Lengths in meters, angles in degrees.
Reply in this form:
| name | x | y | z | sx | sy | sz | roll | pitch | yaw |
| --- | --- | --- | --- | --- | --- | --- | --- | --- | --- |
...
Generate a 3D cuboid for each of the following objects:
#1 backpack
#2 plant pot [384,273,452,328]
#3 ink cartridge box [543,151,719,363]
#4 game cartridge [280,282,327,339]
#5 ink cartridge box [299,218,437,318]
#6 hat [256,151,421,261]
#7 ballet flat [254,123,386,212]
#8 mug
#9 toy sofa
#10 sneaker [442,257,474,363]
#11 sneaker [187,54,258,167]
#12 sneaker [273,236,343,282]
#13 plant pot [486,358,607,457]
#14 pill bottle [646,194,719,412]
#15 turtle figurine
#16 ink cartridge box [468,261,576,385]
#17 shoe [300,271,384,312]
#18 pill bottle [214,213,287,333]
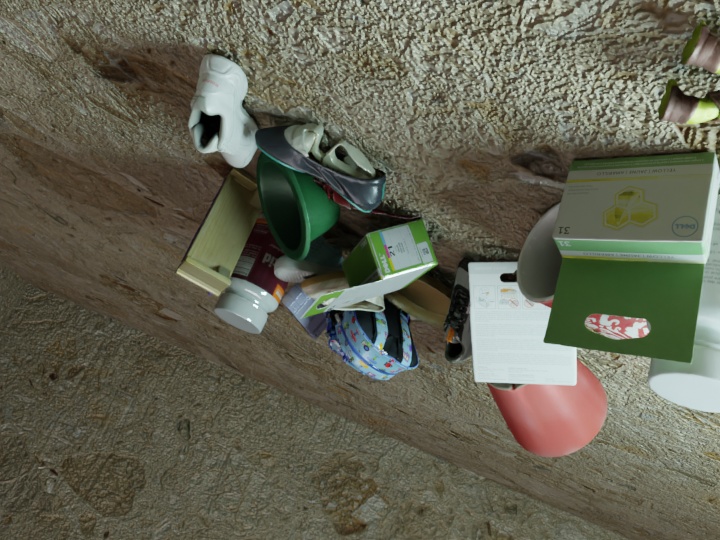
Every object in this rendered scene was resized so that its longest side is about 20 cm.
| name | x | y | z | sx | sy | sz | roll | pitch | yaw |
| --- | --- | --- | --- | --- | --- | --- | --- | --- | --- |
| backpack | 0.023 | 0.136 | 1.161 | 0.181 | 0.135 | 0.201 | 34 | -159 | -25 |
| plant pot | 0.116 | 0.048 | 1.102 | 0.197 | 0.028 | 0.201 | 28 | 162 | 10 |
| ink cartridge box | 0.266 | -0.020 | 0.590 | 0.143 | 0.203 | 0.048 | 4 | 152 | 38 |
| game cartridge | -0.083 | 0.058 | 1.206 | 0.038 | 0.130 | 0.201 | 41 | 170 | 25 |
| ink cartridge box | 0.000 | 0.000 | 0.919 | 0.196 | 0.077 | 0.148 | -15 | 169 | -22 |
| hat | -0.048 | -0.115 | 0.935 | 0.203 | 0.173 | 0.166 | 63 | 153 | 11 |
| ballet flat | -0.049 | -0.157 | 0.799 | 0.197 | 0.074 | 0.073 | 31 | 158 | -1 |
| mug | 0.312 | 0.003 | 0.748 | 0.197 | 0.179 | 0.134 | 27 | 122 | -19 |
| toy sofa | -0.233 | -0.064 | 0.998 | 0.082 | 0.203 | 0.097 | 31 | 152 | -21 |
| sneaker | 0.175 | 0.074 | 0.974 | 0.074 | 0.078 | 0.204 | 37 | 141 | 46 |
| sneaker | -0.196 | -0.193 | 0.806 | 0.076 | 0.101 | 0.201 | 19 | 157 | 9 |
| sneaker | -0.092 | -0.024 | 1.033 | 0.072 | 0.084 | 0.199 | -11 | 172 | 22 |
| plant pot | 0.325 | 0.207 | 1.079 | 0.198 | 0.202 | 0.178 | -4 | 136 | 48 |
| pill bottle | 0.363 | 0.034 | 0.613 | 0.112 | 0.203 | 0.115 | 20 | 158 | 9 |
| turtle figurine | 0.329 | -0.128 | 0.468 | 0.158 | 0.065 | 0.201 | 18 | 157 | 14 |
| ink cartridge box | 0.249 | 0.077 | 0.906 | 0.156 | 0.047 | 0.205 | -1 | 109 | 19 |
| shoe | -0.023 | 0.041 | 1.040 | 0.069 | 0.055 | 0.198 | -28 | 157 | 36 |
| pill bottle | -0.189 | 0.006 | 1.106 | 0.112 | 0.203 | 0.115 | 19 | 158 | 8 |
